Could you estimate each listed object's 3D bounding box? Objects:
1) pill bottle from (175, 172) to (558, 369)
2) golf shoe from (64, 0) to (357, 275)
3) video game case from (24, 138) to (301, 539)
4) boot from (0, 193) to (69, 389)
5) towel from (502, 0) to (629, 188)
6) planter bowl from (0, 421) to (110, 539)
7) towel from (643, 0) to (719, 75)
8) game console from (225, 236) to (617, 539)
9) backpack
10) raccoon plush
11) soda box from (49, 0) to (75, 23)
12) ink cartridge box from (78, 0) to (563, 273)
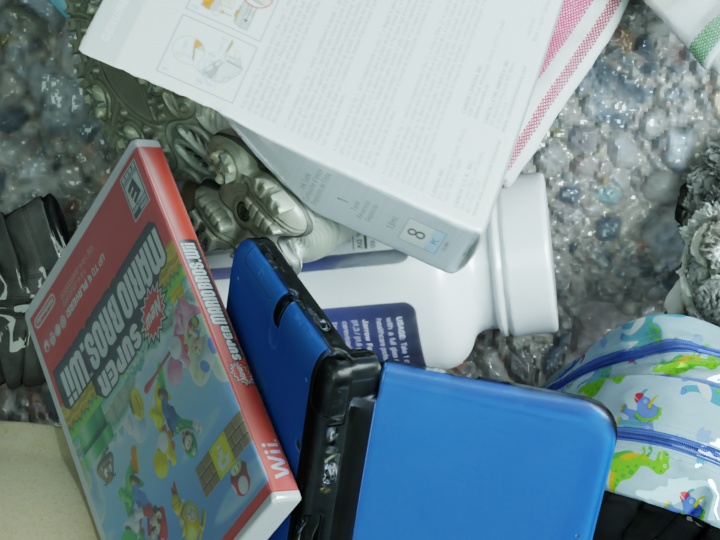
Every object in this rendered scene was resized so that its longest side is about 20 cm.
[{"bbox_3d":[0.000,0.000,1.023,0.198,0.111,0.112,-5,98,7],"label":"pill bottle"},{"bbox_3d":[-0.067,-0.082,0.979,0.200,0.097,0.079,51,139,19],"label":"golf shoe"},{"bbox_3d":[-0.100,0.060,0.938,0.143,0.017,0.201,-51,52,40],"label":"video game case"},{"bbox_3d":[-0.224,-0.022,1.075,0.130,0.070,0.202,-16,105,3],"label":"boot"},{"bbox_3d":[0.029,-0.149,1.002,0.199,0.030,0.147,33,68,1],"label":"towel"},{"bbox_3d":[-0.165,0.157,1.039,0.198,0.200,0.136,7,72,5],"label":"planter bowl"},{"bbox_3d":[0.169,-0.217,0.984,0.149,0.031,0.201,-40,74,10],"label":"towel"},{"bbox_3d":[0.012,0.103,0.913,0.117,0.171,0.202,-6,124,-25],"label":"game console"},{"bbox_3d":[0.144,0.105,0.980,0.162,0.200,0.155,27,84,0],"label":"backpack"},{"bbox_3d":[0.223,-0.047,0.980,0.096,0.134,0.201,33,100,2],"label":"raccoon plush"},{"bbox_3d":[-0.157,-0.188,1.036,0.068,0.064,0.200,-43,91,10],"label":"soda box"},{"bbox_3d":[-0.015,-0.109,0.929,0.198,0.047,0.161,24,59,-4],"label":"ink cartridge box"}]
